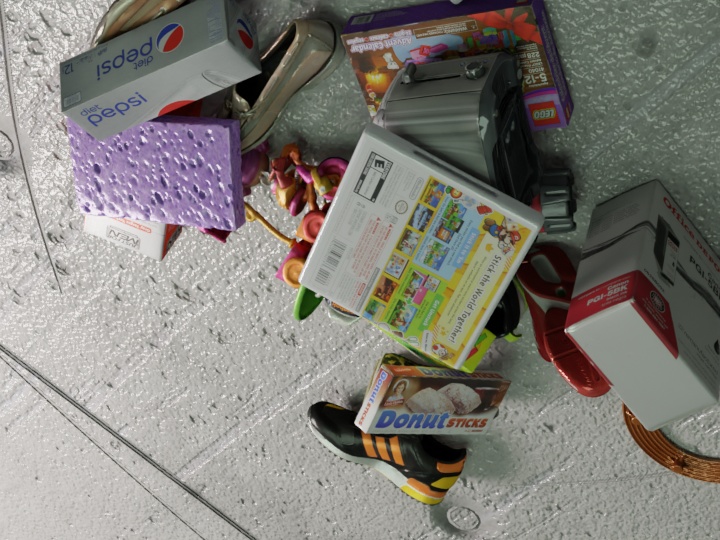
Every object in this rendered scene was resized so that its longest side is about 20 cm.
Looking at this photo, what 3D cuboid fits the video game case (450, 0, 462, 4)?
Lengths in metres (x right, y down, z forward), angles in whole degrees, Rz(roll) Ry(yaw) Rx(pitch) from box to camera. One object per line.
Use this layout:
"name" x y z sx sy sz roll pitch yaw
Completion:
"video game case" 0.085 -0.358 1.361 0.200 0.023 0.182 44 130 -18

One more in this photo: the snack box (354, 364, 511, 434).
"snack box" 0.080 0.140 1.634 0.024 0.199 0.072 39 112 39

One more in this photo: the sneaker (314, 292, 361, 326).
"sneaker" 0.000 0.000 1.550 0.078 0.080 0.200 26 160 9

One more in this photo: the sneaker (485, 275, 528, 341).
"sneaker" 0.103 -0.002 1.614 0.200 0.083 0.072 38 132 -11

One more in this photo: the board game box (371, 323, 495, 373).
"board game box" 0.065 0.056 1.623 0.101 0.048 0.200 36 174 -9

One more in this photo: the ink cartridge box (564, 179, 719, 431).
"ink cartridge box" 0.285 0.030 1.488 0.083 0.201 0.147 -28 115 34

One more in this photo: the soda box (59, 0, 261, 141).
"soda box" -0.200 -0.201 1.514 0.199 0.064 0.068 -20 150 20

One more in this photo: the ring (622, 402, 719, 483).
"ring" 0.387 0.167 1.686 0.199 0.019 0.201 11 131 13

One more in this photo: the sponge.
"sponge" -0.211 -0.106 1.581 0.199 0.030 0.112 6 113 25

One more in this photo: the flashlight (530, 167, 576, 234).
"flashlight" 0.117 -0.064 1.547 0.198 0.068 0.068 -3 84 13

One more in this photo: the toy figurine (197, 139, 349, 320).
"toy figurine" -0.095 -0.077 1.618 0.183 0.150 0.201 29 112 9

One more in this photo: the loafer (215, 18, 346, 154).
"loafer" -0.099 -0.189 1.537 0.063 0.072 0.200 15 138 -42

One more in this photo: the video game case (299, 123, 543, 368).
"video game case" 0.053 -0.019 1.437 0.181 0.023 0.201 28 130 3

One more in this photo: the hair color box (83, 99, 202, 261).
"hair color box" -0.241 -0.115 1.674 0.101 0.061 0.201 21 132 5

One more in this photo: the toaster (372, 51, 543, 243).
"toaster" 0.095 -0.112 1.453 0.128 0.114 0.201 3 134 25

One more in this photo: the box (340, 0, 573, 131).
"box" 0.095 -0.194 1.484 0.199 0.039 0.137 -5 127 26

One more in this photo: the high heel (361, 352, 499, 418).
"high heel" 0.080 0.145 1.688 0.142 0.200 0.072 21 102 8

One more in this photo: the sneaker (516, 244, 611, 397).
"sneaker" 0.224 0.074 1.575 0.078 0.201 0.116 -18 135 4

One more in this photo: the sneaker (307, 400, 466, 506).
"sneaker" 0.035 0.197 1.832 0.199 0.070 0.090 32 118 -6

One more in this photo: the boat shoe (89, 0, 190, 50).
"boat shoe" -0.206 -0.263 1.527 0.072 0.076 0.200 36 134 -13
